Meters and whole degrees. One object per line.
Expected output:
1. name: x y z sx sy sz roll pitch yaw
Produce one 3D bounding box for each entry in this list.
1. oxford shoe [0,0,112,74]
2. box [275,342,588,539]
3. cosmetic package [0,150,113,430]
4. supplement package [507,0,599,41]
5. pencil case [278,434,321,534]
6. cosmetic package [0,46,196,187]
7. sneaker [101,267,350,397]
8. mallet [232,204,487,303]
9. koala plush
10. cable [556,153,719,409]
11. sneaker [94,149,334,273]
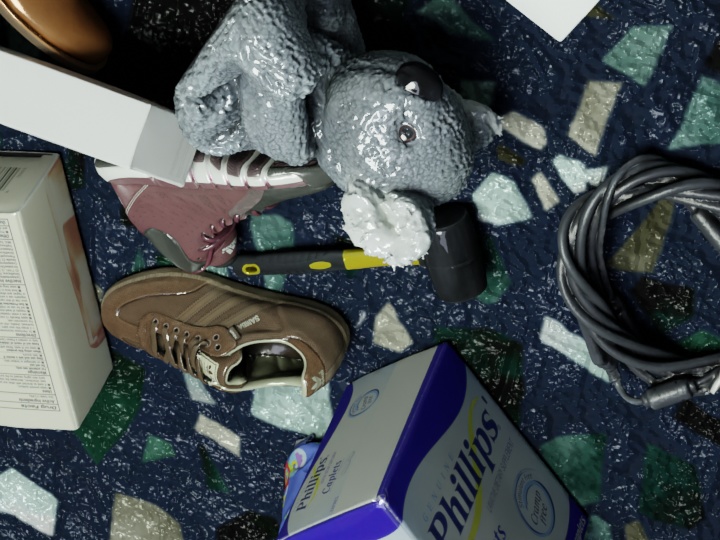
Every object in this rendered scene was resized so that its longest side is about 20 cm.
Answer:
1. oxford shoe: -0.224 -0.221 1.382 0.071 0.071 0.200 -25 113 24
2. box: 0.058 0.193 1.506 0.105 0.184 0.200 -26 113 34
3. cosmetic package: -0.265 0.015 1.555 0.103 0.087 0.201 3 125 17
4. supplement package: 0.124 -0.246 1.152 0.117 0.200 0.117 36 129 -8
5. pencil case: -0.032 0.215 1.551 0.078 0.201 0.087 21 128 -8
6. cosmetic package: -0.214 -0.116 1.410 0.199 0.082 0.051 21 93 23
7. sneaker: -0.111 0.050 1.532 0.199 0.076 0.071 5 126 15
8. mallet: 0.000 0.000 1.485 0.199 0.041 0.066 -10 117 30
9. koala plush: -0.006 -0.110 1.331 0.200 0.178 0.184 35 140 -8
10. cable: 0.221 0.009 1.400 0.162 0.051 0.201 -6 122 23
11. sneaker: -0.087 -0.050 1.462 0.199 0.076 0.116 4 132 30
